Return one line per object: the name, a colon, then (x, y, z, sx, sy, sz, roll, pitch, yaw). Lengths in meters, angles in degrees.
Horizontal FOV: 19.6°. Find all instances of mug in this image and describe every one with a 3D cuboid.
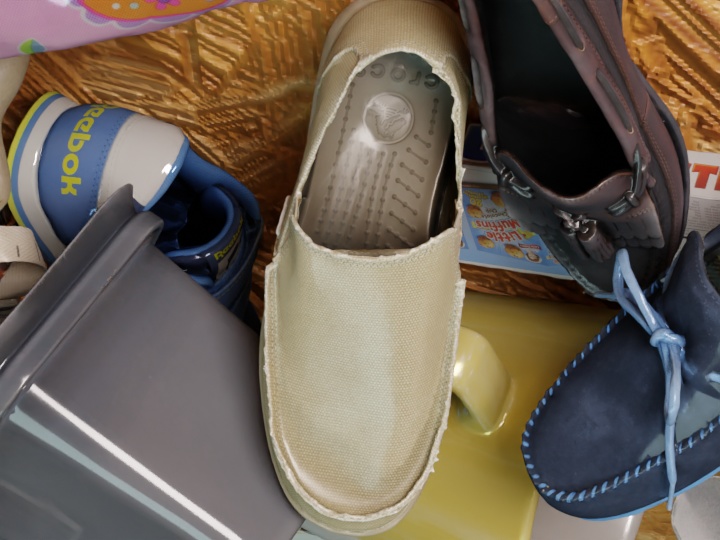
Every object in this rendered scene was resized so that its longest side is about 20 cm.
mug: (0.035, 0.057, 0.893, 0.153, 0.149, 0.187, 17, 130, 26)

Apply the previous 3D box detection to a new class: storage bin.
storage bin: (-0.098, 0.087, 0.841, 0.134, 0.146, 0.200, 36, 146, 1)

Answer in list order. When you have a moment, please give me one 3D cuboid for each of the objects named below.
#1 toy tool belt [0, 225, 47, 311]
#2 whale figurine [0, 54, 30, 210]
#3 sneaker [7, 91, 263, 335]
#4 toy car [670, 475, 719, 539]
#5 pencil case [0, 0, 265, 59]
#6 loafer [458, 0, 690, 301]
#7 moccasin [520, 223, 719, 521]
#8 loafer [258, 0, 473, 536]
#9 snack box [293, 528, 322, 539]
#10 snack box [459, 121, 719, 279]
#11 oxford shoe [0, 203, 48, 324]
toy tool belt: (-0.223, -0.027, 0.876, 0.125, 0.123, 0.200, -6, 169, -39)
whale figurine: (-0.206, -0.058, 0.774, 0.159, 0.200, 0.104, 27, 162, -15)
sneaker: (-0.080, 0.001, 0.923, 0.082, 0.074, 0.200, 3, 148, 27)
toy car: (0.214, 0.088, 0.765, 0.200, 0.164, 0.158, 20, 152, -3)
pencil case: (-0.124, -0.109, 0.677, 0.200, 0.087, 0.087, -12, 145, 5)
loafer: (0.066, -0.053, 0.712, 0.072, 0.063, 0.200, 3, 138, 23)
moccasin: (0.127, 0.008, 0.713, 0.080, 0.200, 0.068, 53, -164, 28)
loafer: (0.000, 0.000, 0.741, 0.076, 0.200, 0.068, 4, -173, 4)
snack box: (-0.088, 0.113, 1.097, 0.116, 0.037, 0.200, -2, 162, 37)
snack box: (0.091, -0.022, 0.813, 0.200, 0.024, 0.072, 9, 149, 21)
oxford shoe: (-0.179, 0.002, 0.995, 0.200, 0.071, 0.073, 34, 145, -21)
